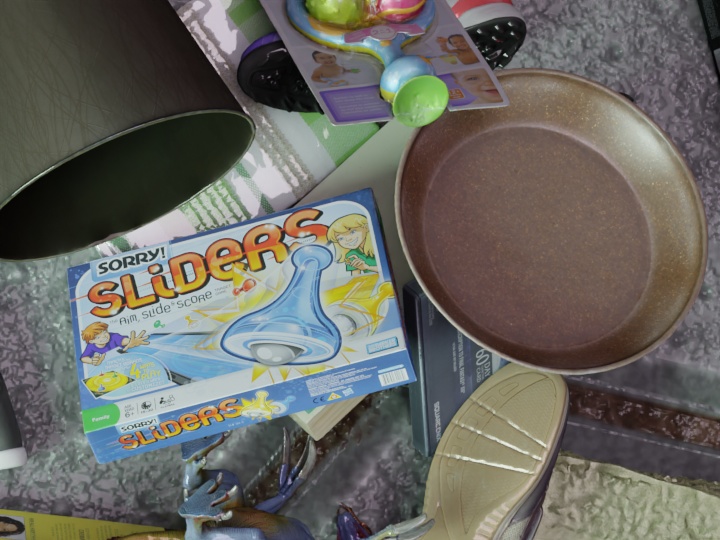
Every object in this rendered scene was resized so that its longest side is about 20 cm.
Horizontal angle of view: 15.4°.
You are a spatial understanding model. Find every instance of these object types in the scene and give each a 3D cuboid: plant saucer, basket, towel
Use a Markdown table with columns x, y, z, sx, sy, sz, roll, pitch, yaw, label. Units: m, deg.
| x | y | z | sx | sy | sz | roll | pitch | yaw | label |
| --- | --- | --- | --- | --- | --- | --- | --- | --- | --- |
| 0.113 | -0.026 | 1.615 | 0.200 | 0.037 | 0.201 | 6 | 66 | -13 | plant saucer |
| -0.181 | -0.134 | 1.612 | 0.180 | 0.136 | 0.201 | -26 | 70 | 6 | basket |
| 0.166 | 0.199 | 1.748 | 0.199 | 0.036 | 0.149 | 12 | 84 | -13 | towel |
| -0.105 | -0.089 | 1.709 | 0.200 | 0.031 | 0.149 | -36 | 97 | -15 | towel |

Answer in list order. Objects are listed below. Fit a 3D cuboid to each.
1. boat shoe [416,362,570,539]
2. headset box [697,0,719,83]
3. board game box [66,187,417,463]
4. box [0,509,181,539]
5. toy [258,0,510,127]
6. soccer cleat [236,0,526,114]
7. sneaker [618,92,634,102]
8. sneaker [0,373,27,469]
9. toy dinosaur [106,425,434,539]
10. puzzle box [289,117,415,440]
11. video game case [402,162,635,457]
| x | y | z | sx | sy | sz | roll | pitch | yaw | label |
| --- | --- | --- | --- | --- | --- | --- | --- | --- | --- |
| 0.080 | 0.153 | 1.685 | 0.072 | 0.065 | 0.201 | 20 | 83 | 27 | boat shoe |
| 0.340 | -0.166 | 1.790 | 0.199 | 0.075 | 0.149 | -15 | 90 | -14 | headset box |
| -0.075 | 0.032 | 1.618 | 0.199 | 0.035 | 0.136 | -15 | 48 | 3 | board game box |
| -0.211 | 0.191 | 1.640 | 0.199 | 0.050 | 0.076 | 7 | 112 | -13 | box |
| 0.007 | -0.164 | 1.641 | 0.115 | 0.200 | 0.047 | -8 | 132 | -17 | toy |
| 0.007 | -0.154 | 1.711 | 0.199 | 0.068 | 0.073 | -13 | 56 | -21 | soccer cleat |
| 0.127 | -0.023 | 1.738 | 0.200 | 0.077 | 0.089 | -44 | 108 | -9 | sneaker |
| -0.308 | 0.084 | 1.628 | 0.199 | 0.071 | 0.100 | -6 | 86 | -20 | sneaker |
| -0.062 | 0.163 | 1.650 | 0.200 | 0.105 | 0.182 | -29 | 136 | 3 | toy dinosaur |
| 0.000 | 0.000 | 1.684 | 0.200 | 0.025 | 0.133 | -42 | 55 | -10 | puzzle box |
| 0.112 | 0.019 | 1.689 | 0.200 | 0.019 | 0.143 | -30 | 138 | -24 | video game case |
